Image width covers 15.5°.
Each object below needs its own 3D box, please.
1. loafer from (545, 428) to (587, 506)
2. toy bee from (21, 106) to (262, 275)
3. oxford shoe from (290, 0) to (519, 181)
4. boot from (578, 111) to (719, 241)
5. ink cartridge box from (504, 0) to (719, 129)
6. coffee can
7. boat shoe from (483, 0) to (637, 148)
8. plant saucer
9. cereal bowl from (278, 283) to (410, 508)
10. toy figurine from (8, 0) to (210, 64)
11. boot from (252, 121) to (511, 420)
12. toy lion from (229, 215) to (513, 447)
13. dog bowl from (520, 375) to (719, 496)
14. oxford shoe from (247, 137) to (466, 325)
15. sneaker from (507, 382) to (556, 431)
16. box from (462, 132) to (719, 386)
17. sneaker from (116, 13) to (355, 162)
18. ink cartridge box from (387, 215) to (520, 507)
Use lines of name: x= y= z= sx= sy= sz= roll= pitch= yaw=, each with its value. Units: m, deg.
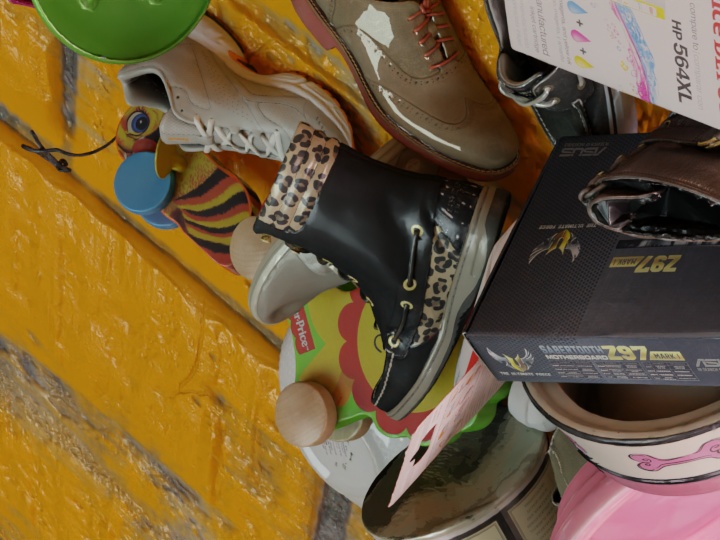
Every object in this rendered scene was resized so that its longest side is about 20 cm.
loafer: x=0.173 y=0.151 z=1.784 sx=0.070 sy=0.075 sz=0.200 roll=37 pitch=165 yaw=30
toy bee: x=-0.144 y=-0.088 z=1.969 sx=0.199 sy=0.109 sz=0.131 roll=31 pitch=179 yaw=-2
oxford shoe: x=0.034 y=-0.142 z=1.711 sx=0.200 sy=0.070 sz=0.075 roll=45 pitch=142 yaw=9
boot: x=0.181 y=-0.080 z=1.471 sx=0.199 sy=0.174 sz=0.070 roll=10 pitch=130 yaw=48
ink cartridge box: x=0.186 y=-0.171 z=1.419 sx=0.199 sy=0.125 sz=0.129 roll=26 pitch=140 yaw=38
coffee can: x=0.110 y=0.219 z=1.881 sx=0.146 sy=0.146 sz=0.201 roll=2 pitch=128 yaw=52
boat shoe: x=0.110 y=-0.132 z=1.613 sx=0.072 sy=0.071 sz=0.201 roll=13 pitch=135 yaw=45
plant saucer: x=0.202 y=0.145 z=1.669 sx=0.201 sy=0.199 sz=0.051 roll=99 pitch=149 yaw=-51
cereal bowl: x=0.009 y=0.112 z=1.989 sx=0.200 sy=0.083 sz=0.201 roll=33 pitch=145 yaw=28
toy figurine: x=-0.208 y=-0.253 z=1.889 sx=0.184 sy=0.149 sz=0.202 roll=14 pitch=111 yaw=59
boot: x=0.001 y=-0.002 z=1.747 sx=0.153 sy=0.074 sz=0.204 roll=22 pitch=132 yaw=-2
toy lion: x=0.018 y=0.031 z=1.867 sx=0.191 sy=0.068 sz=0.201 roll=-23 pitch=77 yaw=31
dog bowl: x=0.198 y=0.050 z=1.570 sx=0.199 sy=0.200 sz=0.074 roll=17 pitch=147 yaw=44
oxford shoe: x=-0.002 y=-0.021 z=1.803 sx=0.200 sy=0.075 sz=0.058 roll=-42 pitch=67 yaw=24
sneaker: x=0.171 y=0.078 z=1.746 sx=0.116 sy=0.074 sz=0.200 roll=45 pitch=150 yaw=14
box: x=0.174 y=-0.009 z=1.531 sx=0.199 sy=0.158 sz=0.051 roll=-1 pitch=141 yaw=41
sneaker: x=-0.090 y=-0.105 z=1.891 sx=0.199 sy=0.092 sz=0.076 roll=33 pitch=145 yaw=30
ink cartridge box: x=0.075 y=0.044 z=1.687 sx=0.050 sy=0.200 sz=0.161 roll=41 pitch=160 yaw=12
